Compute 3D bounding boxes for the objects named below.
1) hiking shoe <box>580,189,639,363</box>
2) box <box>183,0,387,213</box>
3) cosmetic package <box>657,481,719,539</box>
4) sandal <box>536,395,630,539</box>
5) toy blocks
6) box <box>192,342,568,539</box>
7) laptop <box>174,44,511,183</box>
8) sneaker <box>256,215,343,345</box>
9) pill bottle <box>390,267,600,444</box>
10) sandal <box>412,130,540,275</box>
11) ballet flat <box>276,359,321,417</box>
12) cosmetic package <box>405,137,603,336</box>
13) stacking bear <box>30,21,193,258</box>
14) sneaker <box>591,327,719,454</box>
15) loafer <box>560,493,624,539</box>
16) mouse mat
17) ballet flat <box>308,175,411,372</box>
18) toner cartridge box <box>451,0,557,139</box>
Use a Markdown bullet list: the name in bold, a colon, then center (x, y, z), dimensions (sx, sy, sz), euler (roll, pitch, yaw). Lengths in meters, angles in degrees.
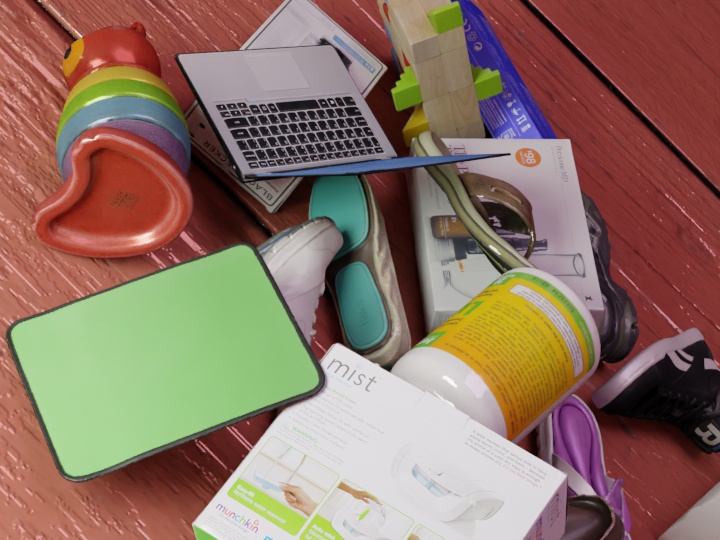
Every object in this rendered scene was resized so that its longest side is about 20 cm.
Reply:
- **hiking shoe**: center (0.181, -0.008, 1.792), dimensions (0.100, 0.076, 0.201), euler (-1, 58, -45)
- **box**: center (-0.066, -0.151, 1.717), dimensions (0.117, 0.060, 0.200), euler (41, 39, -4)
- **cosmetic package**: center (0.363, 0.205, 1.739), dimensions (0.085, 0.108, 0.200), euler (51, 41, 7)
- **sandal**: center (0.194, 0.183, 1.642), dimensions (0.082, 0.050, 0.204), euler (11, 49, -34)
- **toy blocks**: center (0.059, -0.209, 1.798), dimensions (0.099, 0.201, 0.137), euler (-20, 52, -3)
- **box**: center (0.016, 0.177, 1.362), dimensions (0.199, 0.097, 0.177), euler (28, 62, 21)
- **laptop**: center (-0.015, -0.135, 1.607), dimensions (0.187, 0.116, 0.201), euler (-10, 63, -46)
- **sneaker**: center (-0.069, 0.027, 1.564), dimensions (0.087, 0.074, 0.200), euler (52, 45, -9)
- **pill bottle**: center (0.091, 0.092, 1.545), dimensions (0.111, 0.111, 0.200), euler (49, 54, 6)
- **sandal**: center (0.111, -0.056, 1.664), dimensions (0.201, 0.057, 0.080), euler (57, 5, 32)
- **ballet flat**: center (-0.027, 0.153, 1.478), dimensions (0.070, 0.071, 0.201), euler (17, 47, -29)
- **cosmetic package**: center (0.125, -0.029, 1.736), dimensions (0.150, 0.052, 0.201), euler (1, 51, -9)
- **stacking bear**: center (-0.192, -0.117, 1.546), dimensions (0.113, 0.122, 0.201), euler (18, 38, -26)
- **sneaker**: center (0.291, 0.120, 1.766), dimensions (0.112, 0.073, 0.200), euler (54, 32, 11)
- **loafer**: center (0.109, 0.202, 1.483), dimensions (0.198, 0.071, 0.073), euler (-9, 34, -14)
- **mouse mat**: center (-0.142, 0.062, 1.400), dimensions (0.199, 0.008, 0.161), euler (-20, 49, -12)
- **ballet flat**: center (0.000, 0.000, 1.655), dimensions (0.062, 0.067, 0.201), euler (40, 33, -52)
- **toner cartridge box**: center (0.131, -0.178, 1.898), dimensions (0.201, 0.043, 0.095), euler (62, 14, 20)
